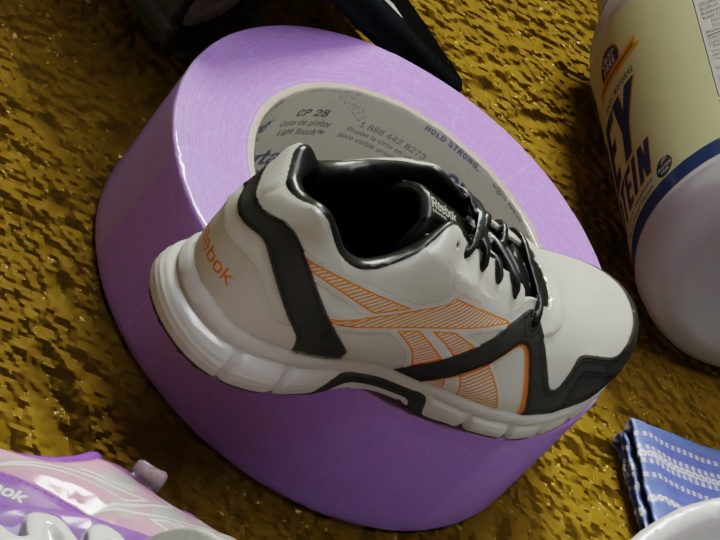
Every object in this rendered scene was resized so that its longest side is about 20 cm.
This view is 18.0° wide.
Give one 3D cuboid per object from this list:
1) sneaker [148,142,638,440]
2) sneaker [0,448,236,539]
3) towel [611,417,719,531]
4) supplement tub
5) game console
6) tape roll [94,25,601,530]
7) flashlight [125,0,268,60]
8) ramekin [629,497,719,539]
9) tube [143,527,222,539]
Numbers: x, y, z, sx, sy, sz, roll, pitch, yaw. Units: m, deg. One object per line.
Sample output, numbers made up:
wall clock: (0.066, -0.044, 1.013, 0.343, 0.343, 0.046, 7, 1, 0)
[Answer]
sneaker: (0.029, 0.006, 0.779, 0.200, 0.080, 0.074, 7, 47, -40)
sneaker: (-0.064, 0.100, 0.713, 0.200, 0.081, 0.088, 20, 22, -32)
towel: (0.182, 0.154, 0.920, 0.145, 0.024, 0.200, 17, 42, -31)
supplement tub: (0.185, -0.069, 1.049, 0.145, 0.145, 0.200, 20, 41, -26)
game console: (-0.039, -0.163, 0.964, 0.177, 0.031, 0.200, 59, 11, 26)
tape roll: (0.000, 0.000, 0.879, 0.200, 0.066, 0.200, 24, 40, -22)
flashlight: (-0.109, -0.184, 0.966, 0.068, 0.068, 0.200, -14, 64, -48)
ramekin: (0.139, 0.185, 0.760, 0.200, 0.098, 0.201, 15, 50, -18)
tube: (-0.009, 0.153, 0.679, 0.058, 0.052, 0.200, -50, 128, -19)
